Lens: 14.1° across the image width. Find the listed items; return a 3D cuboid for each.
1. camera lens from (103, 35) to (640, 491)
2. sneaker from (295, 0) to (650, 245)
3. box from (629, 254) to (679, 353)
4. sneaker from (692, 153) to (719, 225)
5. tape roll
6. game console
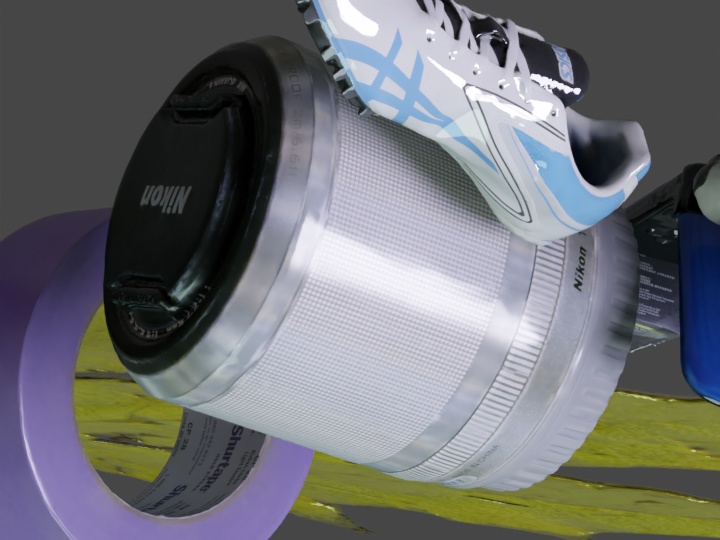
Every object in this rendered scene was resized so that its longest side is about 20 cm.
[{"bbox_3d":[0.000,0.000,1.255,0.199,0.161,0.160,20,165,-28],"label":"camera lens"},{"bbox_3d":[0.040,-0.080,1.131,0.072,0.072,0.200,-36,135,19],"label":"sneaker"},{"bbox_3d":[0.045,-0.003,1.444,0.199,0.049,0.161,17,168,-14],"label":"box"},{"bbox_3d":[0.232,0.005,1.204,0.198,0.094,0.070,13,166,0],"label":"sneaker"},{"bbox_3d":[-0.122,0.066,1.551,0.199,0.201,0.085,24,163,-38],"label":"tape roll"},{"bbox_3d":[0.217,0.037,1.294,0.199,0.119,0.171,16,166,-10],"label":"game console"}]
